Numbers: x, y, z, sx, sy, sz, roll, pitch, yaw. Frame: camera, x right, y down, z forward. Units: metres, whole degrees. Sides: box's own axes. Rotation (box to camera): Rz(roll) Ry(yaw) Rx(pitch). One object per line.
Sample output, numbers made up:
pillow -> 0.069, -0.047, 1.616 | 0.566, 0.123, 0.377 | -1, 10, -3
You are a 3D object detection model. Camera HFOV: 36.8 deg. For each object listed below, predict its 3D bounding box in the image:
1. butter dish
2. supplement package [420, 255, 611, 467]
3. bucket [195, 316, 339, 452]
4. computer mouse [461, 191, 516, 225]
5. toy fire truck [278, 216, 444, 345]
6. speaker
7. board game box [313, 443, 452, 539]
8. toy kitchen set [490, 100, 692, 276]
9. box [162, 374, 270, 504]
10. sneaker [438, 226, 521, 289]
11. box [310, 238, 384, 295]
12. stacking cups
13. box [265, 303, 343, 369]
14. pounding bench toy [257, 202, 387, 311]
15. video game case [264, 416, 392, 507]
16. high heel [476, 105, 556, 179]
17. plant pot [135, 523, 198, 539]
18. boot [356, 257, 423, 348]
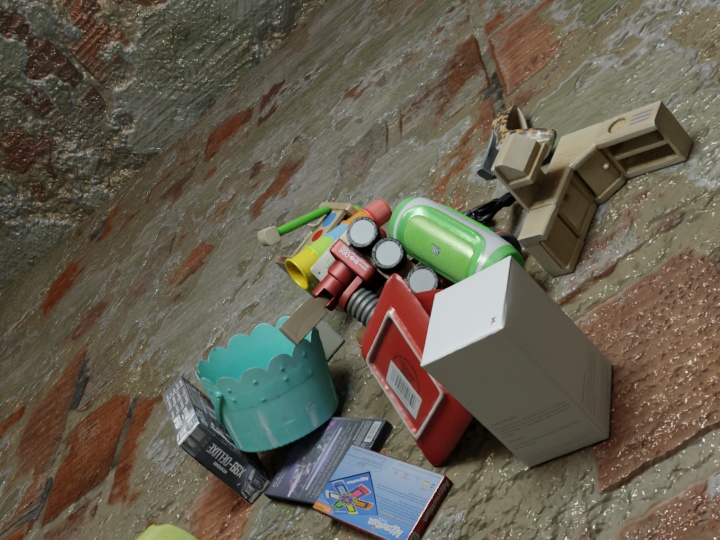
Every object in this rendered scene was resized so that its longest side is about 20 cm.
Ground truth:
butter dish -> 0.111, 0.109, 1.372 | 0.147, 0.201, 0.200 | -22, -26, -28
supplement package -> 0.179, 0.105, 1.218 | 0.116, 0.200, 0.118 | -28, 30, 35
bucket -> -0.137, 0.172, 1.649 | 0.205, 0.136, 0.207 | -20, 15, 5
computer mouse -> 0.148, -0.058, 1.667 | 0.199, 0.046, 0.140 | -26, 0, 34
toy fire truck -> -0.001, 0.048, 1.491 | 0.200, 0.176, 0.129 | -49, -21, -5
speaker -> 0.131, -0.032, 1.505 | 0.199, 0.089, 0.089 | 33, 79, 40
board game box -> 0.025, 0.290, 1.394 | 0.199, 0.019, 0.103 | 6, 56, 54
toy kitchen set -> 0.298, -0.133, 1.434 | 0.180, 0.163, 0.201 | -16, 38, 49
box -> -0.231, 0.263, 1.712 | 0.050, 0.158, 0.200 | -46, 25, 0
sneaker -> 0.144, 0.007, 1.590 | 0.200, 0.071, 0.098 | -41, 25, 8
box -> 0.000, 0.000, 1.690 | 0.068, 0.082, 0.200 | -48, -10, 13
stacking cups -> -0.032, -0.052, 1.778 | 0.200, 0.061, 0.060 | -39, 21, -20
box -> -0.126, 0.159, 1.793 | 0.200, 0.082, 0.068 | -49, 23, -7
pounding bench toy -> -0.061, -0.055, 1.866 | 0.157, 0.200, 0.124 | -53, 24, -13
video game case -> -0.050, 0.275, 1.564 | 0.199, 0.019, 0.144 | -9, 44, 55
high heel -> 0.267, -0.235, 1.748 | 0.200, 0.071, 0.144 | -21, 40, 61
plant pot -> -0.294, 0.464, 1.504 | 0.199, 0.201, 0.185 | -23, 21, 43
boot -> 0.057, 0.044, 1.674 | 0.200, 0.075, 0.074 | -40, 27, 18
